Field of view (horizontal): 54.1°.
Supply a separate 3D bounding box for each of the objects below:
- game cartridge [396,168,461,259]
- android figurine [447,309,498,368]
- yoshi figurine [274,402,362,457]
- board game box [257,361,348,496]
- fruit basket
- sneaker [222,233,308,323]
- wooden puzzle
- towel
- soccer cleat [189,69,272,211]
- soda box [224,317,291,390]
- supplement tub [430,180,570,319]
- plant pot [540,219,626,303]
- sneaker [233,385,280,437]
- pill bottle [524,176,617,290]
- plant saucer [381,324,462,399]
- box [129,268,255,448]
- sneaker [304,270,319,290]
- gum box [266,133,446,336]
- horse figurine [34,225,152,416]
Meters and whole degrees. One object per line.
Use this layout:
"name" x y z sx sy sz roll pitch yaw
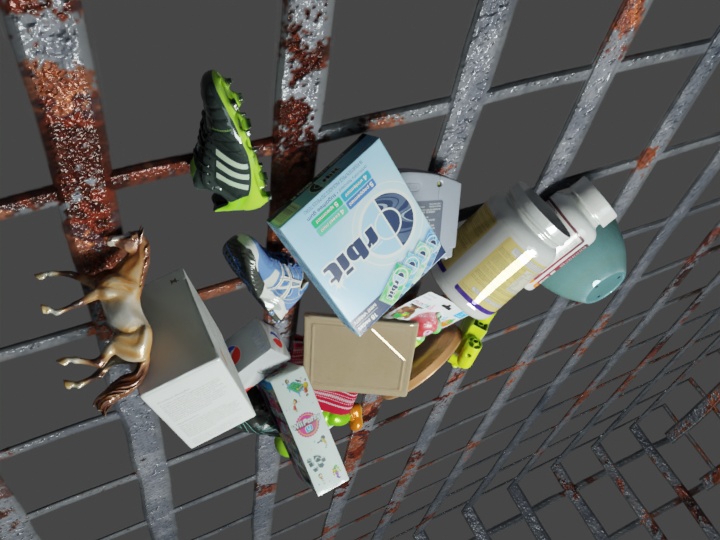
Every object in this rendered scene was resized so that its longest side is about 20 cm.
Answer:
"game cartridge" 0.051 -0.074 0.982 0.198 0.041 0.135 -6 105 -31
"android figurine" 0.223 0.112 1.379 0.183 0.041 0.201 -61 175 -48
"yoshi figurine" -0.098 0.315 1.410 0.198 0.113 0.113 -4 147 -33
"board game box" -0.102 0.256 1.177 0.064 0.202 0.147 -23 -175 -19
"fruit basket" 0.083 0.108 1.256 0.198 0.095 0.185 -24 154 24
"sneaker" -0.127 -0.003 0.966 0.077 0.076 0.200 -41 156 -10
"wooden puzzle" -0.004 0.138 1.173 0.183 0.037 0.201 5 134 -1
"towel" -0.067 0.193 1.268 0.143 0.023 0.201 14 137 -5
"soccer cleat" -0.151 -0.128 0.762 0.080 0.068 0.201 -14 148 -4
"soda box" -0.213 0.164 1.126 0.199 0.064 0.068 -36 150 8
"supplement tub" 0.226 -0.033 1.152 0.200 0.146 0.145 -44 147 21
"plant pot" 0.438 -0.017 1.376 0.198 0.135 0.201 -22 148 -15
"sneaker" -0.182 0.259 1.273 0.079 0.076 0.200 -31 130 24
"pill bottle" 0.342 -0.066 1.243 0.200 0.110 0.109 -40 148 15
"plant saucer" 0.111 0.170 1.367 0.200 0.032 0.200 -39 -173 6
"box" -0.237 0.124 0.958 0.105 0.153 0.201 -25 149 -9
"sneaker" 0.000 0.000 1.065 0.114 0.077 0.199 -36 149 7
"gum box" 0.001 -0.042 0.912 0.170 0.044 0.201 -43 124 -12
"horse figurine" -0.295 0.061 0.825 0.131 0.202 0.050 -15 -178 -21
